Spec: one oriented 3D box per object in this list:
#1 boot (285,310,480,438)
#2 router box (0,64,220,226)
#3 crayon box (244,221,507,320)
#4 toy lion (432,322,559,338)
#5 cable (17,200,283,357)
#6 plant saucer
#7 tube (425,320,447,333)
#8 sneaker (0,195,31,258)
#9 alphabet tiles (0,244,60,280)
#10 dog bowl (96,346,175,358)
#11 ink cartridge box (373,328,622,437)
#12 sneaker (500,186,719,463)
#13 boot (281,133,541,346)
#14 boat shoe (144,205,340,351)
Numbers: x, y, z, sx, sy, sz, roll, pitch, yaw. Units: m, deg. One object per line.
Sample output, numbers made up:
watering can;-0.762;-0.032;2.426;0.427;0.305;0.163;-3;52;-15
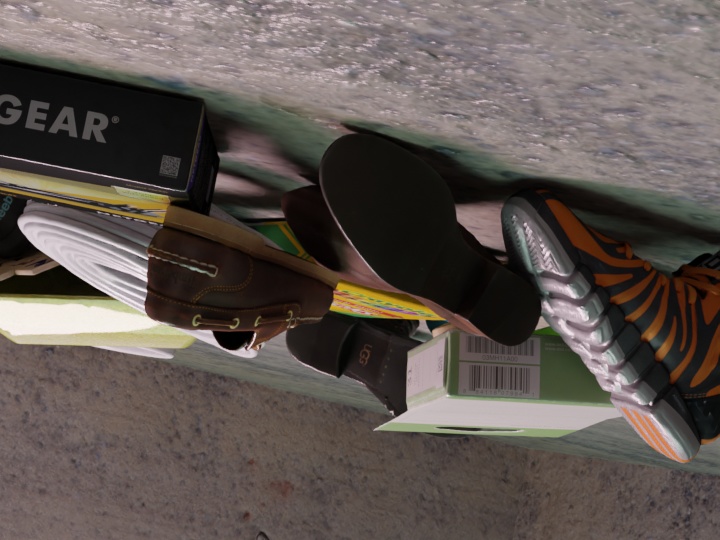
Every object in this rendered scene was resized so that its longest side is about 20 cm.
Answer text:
boot;0.030;0.060;1.490;0.199;0.070;0.174;28;-165;3
router box;-0.185;-0.074;1.003;0.199;0.053;0.157;11;173;1
crayon box;0.000;0.000;1.302;0.126;0.051;0.200;16;171;-31
toy lion;0.154;0.053;1.293;0.199;0.069;0.191;-17;174;27
cable;-0.141;-0.011;1.206;0.199;0.070;0.200;14;162;44
plant saucer;-0.197;0.021;1.406;0.198;0.048;0.200;2;-167;4
tube;0.108;0.023;1.361;0.077;0.051;0.200;2;172;-18
sneaker;-0.334;-0.052;1.402;0.199;0.076;0.079;-6;149;47
alphabet tiles;-0.260;-0.016;1.394;0.166;0.006;0.200;-25;-166;-31
dog bowl;-0.304;0.043;1.988;0.199;0.079;0.200;11;173;1
ink cartridge box;0.099;0.078;1.143;0.144;0.048;0.200;3;170;-13
sneaker;0.169;0.008;1.019;0.200;0.112;0.078;52;169;-23
boot;-0.005;-0.032;1.041;0.186;0.064;0.200;45;170;-33
boat shoe;-0.074;0.013;1.038;0.070;0.071;0.200;13;176;25
